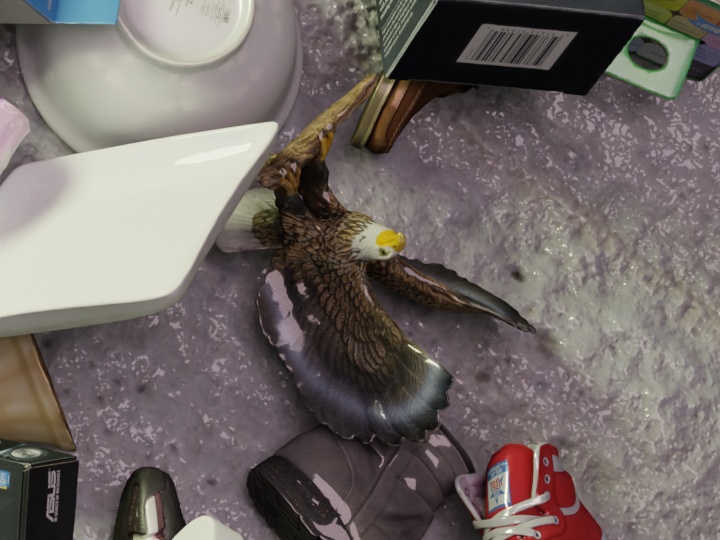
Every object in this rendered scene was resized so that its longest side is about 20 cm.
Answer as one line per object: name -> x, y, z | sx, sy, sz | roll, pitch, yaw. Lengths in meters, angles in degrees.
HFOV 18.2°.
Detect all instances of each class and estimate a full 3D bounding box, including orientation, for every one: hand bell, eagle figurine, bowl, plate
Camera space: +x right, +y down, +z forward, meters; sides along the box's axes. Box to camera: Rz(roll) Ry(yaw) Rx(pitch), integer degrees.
hand bell -> -0.286, 0.099, 1.385 | 0.199, 0.104, 0.105 | -21, 82, -8
eagle figurine -> 0.002, 0.001, 1.458 | 0.151, 0.151, 0.201 | -31, 105, 5
bowl -> -0.125, -0.165, 1.485 | 0.200, 0.090, 0.203 | 4, 75, -14
plate -> -0.161, -0.017, 1.370 | 0.200, 0.199, 0.032 | -64, 140, -52

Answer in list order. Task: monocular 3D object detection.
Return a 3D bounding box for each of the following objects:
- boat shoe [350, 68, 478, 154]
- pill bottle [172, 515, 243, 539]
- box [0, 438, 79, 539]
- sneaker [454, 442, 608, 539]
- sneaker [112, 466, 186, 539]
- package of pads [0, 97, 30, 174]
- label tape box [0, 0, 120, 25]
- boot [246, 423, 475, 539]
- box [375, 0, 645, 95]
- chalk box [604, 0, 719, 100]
boat shoe -> 0.064, -0.155, 1.544 | 0.068, 0.072, 0.201 | 32, 70, -4
pill bottle -> -0.034, 0.236, 1.331 | 0.200, 0.116, 0.116 | 35, 69, -16
box -> -0.254, 0.170, 1.292 | 0.043, 0.199, 0.161 | -4, 101, -55
sneaker -> 0.099, 0.182, 1.412 | 0.113, 0.071, 0.200 | 62, 25, -12
sneaker -> -0.091, 0.221, 1.410 | 0.115, 0.076, 0.202 | -3, 87, -21
package of pads -> -0.308, -0.046, 1.410 | 0.120, 0.076, 0.201 | 33, 69, -5
label tape box -> -0.249, -0.232, 1.433 | 0.198, 0.063, 0.145 | 1, 62, 8
boot -> 0.032, 0.168, 1.456 | 0.131, 0.070, 0.201 | -36, 93, -28
box -> 0.090, -0.232, 1.492 | 0.147, 0.107, 0.201 | 4, 64, -18
chalk box -> 0.224, -0.221, 1.579 | 0.124, 0.124, 0.201 | 22, 71, -9
